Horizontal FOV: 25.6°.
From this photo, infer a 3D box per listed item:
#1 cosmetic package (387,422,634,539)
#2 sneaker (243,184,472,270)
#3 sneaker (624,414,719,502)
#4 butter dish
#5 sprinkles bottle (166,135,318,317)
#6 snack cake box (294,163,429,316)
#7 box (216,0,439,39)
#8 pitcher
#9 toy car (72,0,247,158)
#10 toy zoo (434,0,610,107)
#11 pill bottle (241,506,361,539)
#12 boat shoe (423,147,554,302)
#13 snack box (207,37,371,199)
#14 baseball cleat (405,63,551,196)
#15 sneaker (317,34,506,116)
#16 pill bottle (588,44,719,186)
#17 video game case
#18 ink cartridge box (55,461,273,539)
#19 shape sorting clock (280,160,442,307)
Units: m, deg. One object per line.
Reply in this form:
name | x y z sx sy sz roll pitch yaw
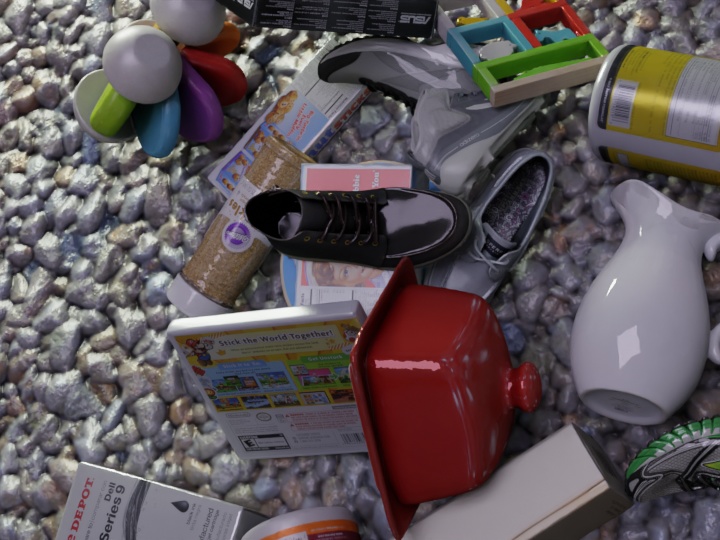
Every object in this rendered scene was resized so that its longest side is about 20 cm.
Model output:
cosmetic package | 0.136 0.225 1.423 0.199 0.103 0.073 -36 64 11
sneaker | -0.003 -0.041 1.449 0.198 0.106 0.075 -4 83 16
sneaker | 0.324 0.168 1.373 0.199 0.078 0.086 -17 68 17
butter dish | 0.087 0.106 1.396 0.147 0.200 0.201 -5 115 19
sprinkles bottle | -0.119 -0.039 1.625 0.068 0.068 0.201 37 98 28
snack cake box | 0.000 0.000 1.535 0.114 0.067 0.202 2 84 18
box | -0.052 -0.280 1.584 0.193 0.199 0.048 44 128 52
pitcher | 0.283 0.037 1.421 0.170 0.121 0.201 14 68 11
toy car | -0.199 -0.203 1.682 0.150 0.175 0.201 39 59 -11
toy zoo | 0.146 -0.240 1.558 0.130 0.021 0.200 -16 46 -15
pill bottle | -0.036 0.329 1.459 0.114 0.114 0.201 -22 67 16
boat shoe | 0.123 -0.031 1.516 0.070 0.072 0.202 30 85 -6
snack box | -0.071 -0.148 1.676 0.200 0.024 0.072 -48 64 3
baseball cleat | 0.117 -0.159 1.525 0.106 0.070 0.200 37 55 7
sneaker | 0.051 -0.191 1.599 0.199 0.074 0.080 5 85 13
pill bottle | 0.318 -0.137 1.453 0.199 0.112 0.113 15 80 26
video game case | -0.061 0.108 1.508 0.199 0.183 0.023 -6 40 24
ink cartridge box | -0.201 0.285 1.561 0.199 0.084 0.147 11 78 26
shape sorting clock | 0.010 -0.014 1.590 0.199 0.039 0.202 -7 71 22
